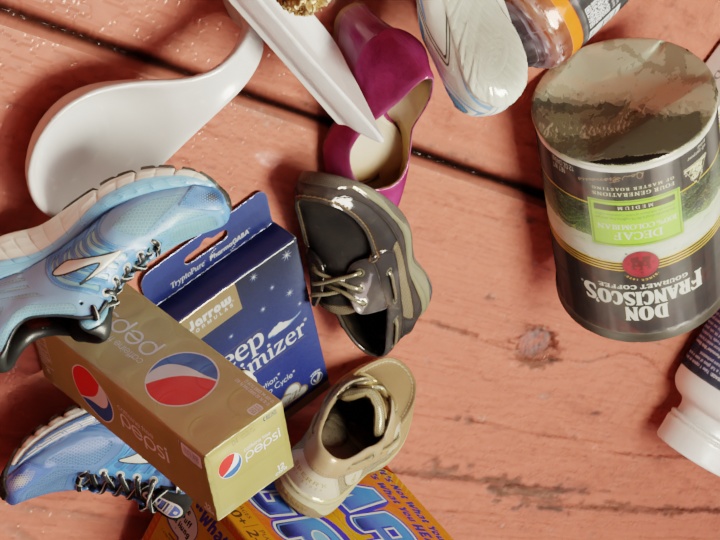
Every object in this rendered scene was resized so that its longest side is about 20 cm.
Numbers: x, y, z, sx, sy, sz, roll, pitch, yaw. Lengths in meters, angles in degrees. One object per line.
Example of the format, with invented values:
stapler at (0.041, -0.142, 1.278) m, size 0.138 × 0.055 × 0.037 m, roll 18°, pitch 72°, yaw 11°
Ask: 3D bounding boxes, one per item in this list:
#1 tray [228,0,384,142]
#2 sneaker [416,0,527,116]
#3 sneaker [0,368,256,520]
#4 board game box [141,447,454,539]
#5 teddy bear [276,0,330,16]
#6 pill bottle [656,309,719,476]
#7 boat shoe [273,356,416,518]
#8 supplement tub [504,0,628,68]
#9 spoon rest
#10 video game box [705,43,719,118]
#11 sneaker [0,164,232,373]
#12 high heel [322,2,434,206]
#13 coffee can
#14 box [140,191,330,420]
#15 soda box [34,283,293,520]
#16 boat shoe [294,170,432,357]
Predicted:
tray at (-0.052, -0.164, 1.630) m, size 0.022 × 0.108 × 0.200 m, roll -34°, pitch 140°, yaw 9°
sneaker at (0.062, -0.203, 1.713) m, size 0.072 × 0.072 × 0.201 m, roll -13°, pitch 90°, yaw -30°
sneaker at (-0.154, 0.132, 1.728) m, size 0.199 × 0.089 × 0.079 m, roll -14°, pitch 165°, yaw -19°
board game box at (-0.048, 0.274, 1.874) m, size 0.199 × 0.200 × 0.200 m, roll -3°, pitch 130°, yaw -46°
teddy bear at (-0.058, -0.232, 1.554) m, size 0.067 × 0.145 × 0.200 m, roll -34°, pitch 140°, yaw 14°
pill bottle at (0.358, 0.087, 2.272) m, size 0.111 × 0.111 × 0.200 m, roll 24°, pitch 100°, yaw -53°
boat shoe at (0.003, 0.115, 1.882) m, size 0.065 × 0.071 × 0.200 m, roll -54°, pitch 179°, yaw 34°
supplement tub at (0.145, -0.221, 1.803) m, size 0.200 × 0.107 × 0.107 m, roll -43°, pitch 142°, yaw -14°
spoon rest at (-0.137, -0.108, 1.619) m, size 0.200 × 0.061 × 0.100 m, roll -43°, pitch 142°, yaw -16°
video game box at (0.342, -0.131, 2.140) m, size 0.200 × 0.047 × 0.182 m, roll -53°, pitch 145°, yaw -3°
sneaker at (-0.169, 0.005, 1.605) m, size 0.199 × 0.090 × 0.078 m, roll -27°, pitch 158°, yaw -4°
high heel at (0.024, -0.092, 1.770) m, size 0.067 × 0.096 × 0.201 m, roll -21°, pitch 136°, yaw -25°
coffee can at (0.217, -0.063, 1.972) m, size 0.146 × 0.146 × 0.200 m, roll -37°, pitch 139°, yaw -22°
box at (-0.090, 0.048, 1.818) m, size 0.121 × 0.032 × 0.200 m, roll -37°, pitch 139°, yaw -22°
soda box at (-0.135, 0.077, 1.648) m, size 0.068 × 0.200 × 0.064 m, roll -34°, pitch 139°, yaw -25°
boat shoe at (0.000, 0.000, 1.825) m, size 0.200 × 0.074 × 0.074 m, roll 55°, pitch 49°, yaw -51°
